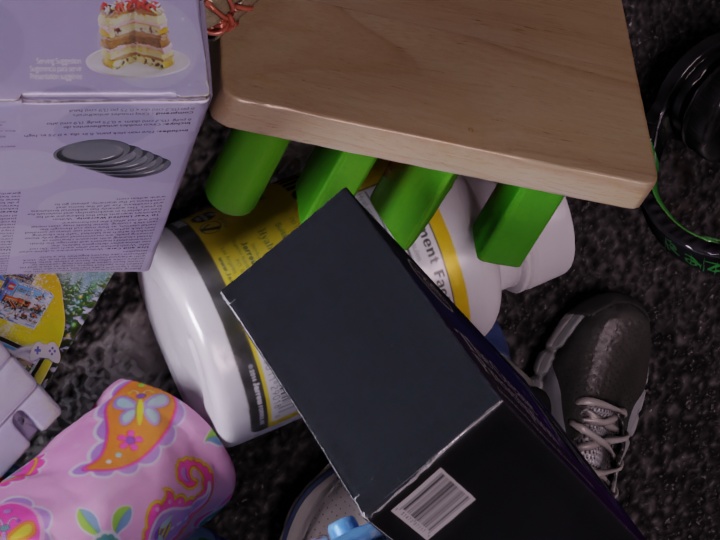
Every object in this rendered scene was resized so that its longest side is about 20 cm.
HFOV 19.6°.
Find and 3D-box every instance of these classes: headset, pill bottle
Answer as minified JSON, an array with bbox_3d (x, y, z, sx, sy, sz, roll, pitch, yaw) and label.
[{"bbox_3d":[0.214,-0.094,1.079,0.201,0.123,0.094,-66,153,-22],"label":"headset"},{"bbox_3d":[0.000,0.000,1.020,0.199,0.111,0.112,-22,118,-15],"label":"pill bottle"}]

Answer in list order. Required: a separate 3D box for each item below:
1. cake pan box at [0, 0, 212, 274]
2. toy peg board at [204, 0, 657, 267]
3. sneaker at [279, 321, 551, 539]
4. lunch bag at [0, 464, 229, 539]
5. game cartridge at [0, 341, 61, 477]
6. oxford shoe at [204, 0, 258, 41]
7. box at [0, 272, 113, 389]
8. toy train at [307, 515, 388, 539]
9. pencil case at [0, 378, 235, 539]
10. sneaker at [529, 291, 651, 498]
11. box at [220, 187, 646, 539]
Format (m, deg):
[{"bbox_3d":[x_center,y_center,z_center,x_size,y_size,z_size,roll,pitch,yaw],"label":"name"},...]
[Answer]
[{"bbox_3d":[-0.169,-0.048,0.832,0.199,0.184,0.053,-2,68,-13],"label":"cake pan box"},{"bbox_3d":[0.013,-0.103,0.957,0.199,0.200,0.098,11,139,-19],"label":"toy peg board"},{"bbox_3d":[0.038,0.126,1.081,0.080,0.115,0.200,22,101,-39],"label":"sneaker"},{"bbox_3d":[-0.149,0.189,1.010,0.150,0.094,0.201,19,63,-19],"label":"lunch bag"},{"bbox_3d":[-0.242,0.090,0.926,0.200,0.038,0.130,-47,118,-17],"label":"game cartridge"},{"bbox_3d":[-0.044,-0.127,0.830,0.199,0.075,0.070,-15,156,27],"label":"oxford shoe"},{"bbox_3d":[-0.216,-0.014,0.957,0.199,0.038,0.137,28,97,-31],"label":"box"},{"bbox_3d":[-0.038,0.176,0.916,0.114,0.200,0.087,-19,75,-28],"label":"toy train"},{"bbox_3d":[-0.144,0.134,0.944,0.200,0.087,0.088,-44,128,-41],"label":"pencil case"},{"bbox_3d":[0.131,0.120,1.126,0.075,0.115,0.201,11,106,-28],"label":"sneaker"},{"bbox_3d":[0.041,0.074,0.924,0.079,0.141,0.200,-41,141,3],"label":"box"}]
